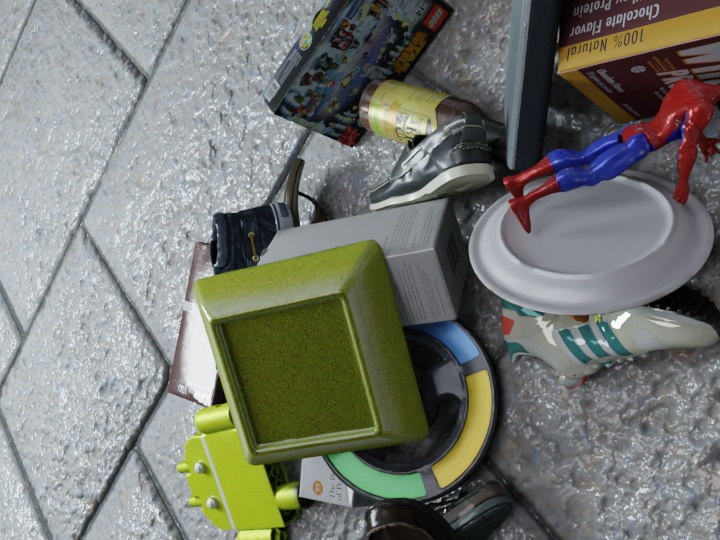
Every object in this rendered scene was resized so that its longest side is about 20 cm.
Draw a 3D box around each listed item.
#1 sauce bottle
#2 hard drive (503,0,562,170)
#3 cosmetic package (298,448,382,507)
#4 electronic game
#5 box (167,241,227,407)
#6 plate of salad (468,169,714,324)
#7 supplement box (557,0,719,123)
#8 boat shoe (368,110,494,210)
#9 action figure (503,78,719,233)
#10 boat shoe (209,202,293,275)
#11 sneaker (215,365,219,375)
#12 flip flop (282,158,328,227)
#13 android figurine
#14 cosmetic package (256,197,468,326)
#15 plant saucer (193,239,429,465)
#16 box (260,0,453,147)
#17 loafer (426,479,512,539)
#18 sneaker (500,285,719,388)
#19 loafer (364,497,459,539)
[{"bbox_3d":[0.085,-0.155,0.821,0.199,0.064,0.066,25,98,40],"label":"sauce bottle"},{"bbox_3d":[0.150,-0.210,0.680,0.032,0.202,0.141,2,39,7],"label":"hard drive"},{"bbox_3d":[-0.018,0.151,0.860,0.082,0.050,0.204,-4,79,41],"label":"cosmetic package"},{"bbox_3d":[0.040,0.130,0.781,0.197,0.042,0.204,-4,76,18],"label":"electronic game"},{"bbox_3d":[-0.177,0.070,1.002,0.099,0.074,0.204,8,88,41],"label":"box"},{"bbox_3d":[0.191,-0.023,0.658,0.197,0.049,0.201,-12,36,9],"label":"plate of salad"},{"bbox_3d":[0.277,-0.251,0.626,0.195,0.132,0.204,-4,78,40],"label":"supplement box"},{"bbox_3d":[0.067,-0.103,0.794,0.199,0.071,0.069,-20,79,63],"label":"boat shoe"},{"bbox_3d":[0.227,-0.082,0.633,0.198,0.099,0.066,-31,30,22],"label":"action figure"},{"bbox_3d":[-0.130,0.012,0.910,0.071,0.089,0.203,-118,27,-51],"label":"boat shoe"},{"bbox_3d":[-0.110,0.136,0.875,0.200,0.075,0.078,28,139,65],"label":"sneaker"},{"bbox_3d":[-0.062,-0.033,0.929,0.081,0.057,0.203,122,142,-71],"label":"flip flop"},{"bbox_3d":[-0.145,0.246,0.930,0.198,0.041,0.185,-15,95,36],"label":"android figurine"},{"bbox_3d":[0.000,0.000,0.787,0.197,0.108,0.086,-10,119,23],"label":"cosmetic package"},{"bbox_3d":[-0.054,0.092,0.733,0.197,0.048,0.203,-12,102,17],"label":"plant saucer"},{"bbox_3d":[-0.003,-0.243,0.868,0.201,0.136,0.040,-52,53,22],"label":"box"},{"bbox_3d":[0.063,0.259,0.758,0.201,0.071,0.063,-50,48,25],"label":"loafer"},{"bbox_3d":[0.212,0.058,0.678,0.197,0.070,0.095,8,109,36],"label":"sneaker"},{"bbox_3d":[0.064,0.288,0.682,0.072,0.072,0.202,-24,106,22],"label":"loafer"}]
